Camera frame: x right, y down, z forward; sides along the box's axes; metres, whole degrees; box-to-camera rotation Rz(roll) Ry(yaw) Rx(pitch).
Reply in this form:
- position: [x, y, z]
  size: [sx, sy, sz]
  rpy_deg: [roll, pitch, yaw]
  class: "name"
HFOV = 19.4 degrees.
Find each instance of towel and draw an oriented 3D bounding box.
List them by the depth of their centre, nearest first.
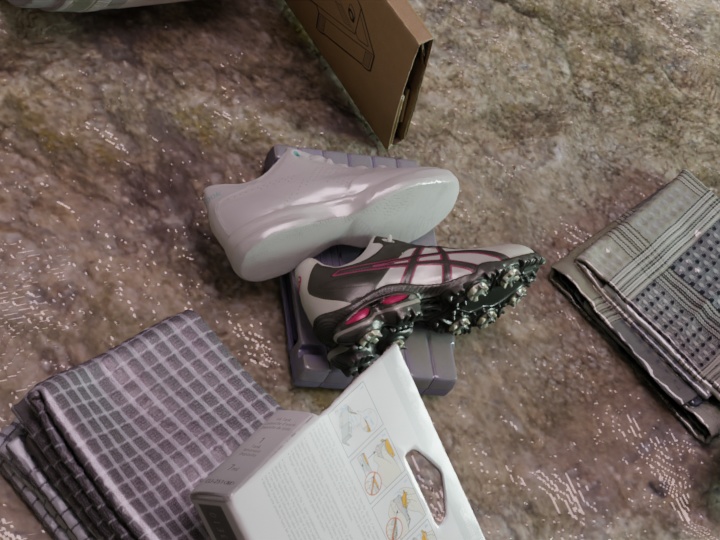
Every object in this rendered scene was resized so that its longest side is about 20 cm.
- position: [-0.124, 0.131, 1.398]
  size: [0.165, 0.086, 0.200]
  rpy_deg: [-31, 75, -38]
  class: "towel"
- position: [0.274, 0.022, 1.697]
  size: [0.193, 0.035, 0.200]
  rpy_deg: [48, 52, 10]
  class: "towel"

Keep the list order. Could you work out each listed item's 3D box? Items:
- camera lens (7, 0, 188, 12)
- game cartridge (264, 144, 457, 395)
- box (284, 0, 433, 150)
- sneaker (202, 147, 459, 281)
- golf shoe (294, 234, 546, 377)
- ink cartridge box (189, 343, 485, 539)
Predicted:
- position: [-0.177, -0.282, 1.607]
  size: [0.199, 0.160, 0.161]
  rpy_deg: [-10, 63, -31]
  class: "camera lens"
- position: [0.000, 0.000, 1.583]
  size: [0.129, 0.038, 0.201]
  rpy_deg: [8, 55, -25]
  class: "game cartridge"
- position: [-0.015, -0.212, 1.636]
  size: [0.021, 0.164, 0.201]
  rpy_deg: [-28, 72, -18]
  class: "box"
- position: [-0.021, -0.059, 1.553]
  size: [0.199, 0.075, 0.089]
  rpy_deg: [-13, 53, -30]
  class: "sneaker"
- position: [0.047, 0.004, 1.535]
  size: [0.199, 0.077, 0.088]
  rpy_deg: [-16, 59, -33]
  class: "golf shoe"
- position: [-0.005, 0.175, 1.378]
  size: [0.174, 0.043, 0.201]
  rpy_deg: [-42, 118, -37]
  class: "ink cartridge box"
